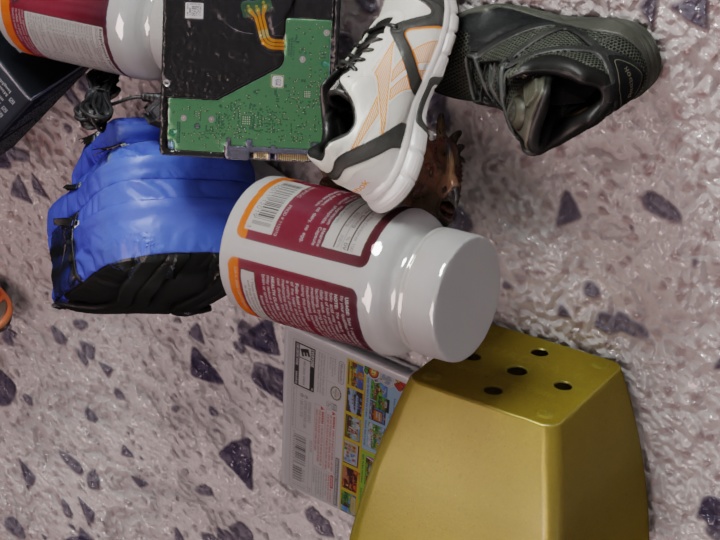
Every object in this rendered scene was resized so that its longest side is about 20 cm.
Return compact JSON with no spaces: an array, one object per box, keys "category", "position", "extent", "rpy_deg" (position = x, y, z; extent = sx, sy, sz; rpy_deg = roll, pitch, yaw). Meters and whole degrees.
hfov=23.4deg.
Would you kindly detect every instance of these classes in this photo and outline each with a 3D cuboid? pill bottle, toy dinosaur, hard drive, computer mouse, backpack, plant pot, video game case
[{"category":"pill bottle","position":[-0.203,-0.221,1.464],"extent":[0.198,0.110,0.111],"rpy_deg":[15,128,29]},{"category":"toy dinosaur","position":[0.013,-0.088,1.411],"extent":[0.199,0.086,0.136],"rpy_deg":[32,135,22]},{"category":"hard drive","position":[-0.084,-0.188,1.353],"extent":[0.138,0.038,0.202],"rpy_deg":[2,103,-1]},{"category":"computer mouse","position":[-0.142,-0.139,1.475],"extent":[0.197,0.141,0.047],"rpy_deg":[-3,114,-7]},{"category":"backpack","position":[-0.180,-0.049,1.502],"extent":[0.200,0.161,0.170],"rpy_deg":[-21,76,63]},{"category":"plant pot","position":[0.121,0.161,1.433],"extent":[0.198,0.200,0.178],"rpy_deg":[17,118,28]},{"category":"video game case","position":[0.006,0.156,1.630],"extent":[0.181,0.023,0.202],"rpy_deg":[23,130,24]},{"category":"pill bottle","position":[0.000,0.000,1.335],"extent":[0.198,0.114,0.115],"rpy_deg":[15,128,33]}]

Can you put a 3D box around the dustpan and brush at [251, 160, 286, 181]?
[{"category":"dustpan and brush","position":[-0.047,-0.008,1.527],"extent":[0.198,0.057,0.141],"rpy_deg":[23,131,24]}]

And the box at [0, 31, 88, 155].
[{"category":"box","position":[-0.360,-0.190,1.609],"extent":[0.149,0.107,0.200],"rpy_deg":[51,135,-5]}]

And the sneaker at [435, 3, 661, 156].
[{"category":"sneaker","position":[0.109,-0.141,1.277],"extent":[0.198,0.114,0.077],"rpy_deg":[11,124,35]}]

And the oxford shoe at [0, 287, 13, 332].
[{"category":"oxford shoe","position":[-0.440,0.036,1.873],"extent":[0.199,0.072,0.073],"rpy_deg":[17,149,33]}]

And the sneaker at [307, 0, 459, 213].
[{"category":"sneaker","position":[0.017,-0.148,1.291],"extent":[0.079,0.202,0.074],"rpy_deg":[24,154,-26]}]
